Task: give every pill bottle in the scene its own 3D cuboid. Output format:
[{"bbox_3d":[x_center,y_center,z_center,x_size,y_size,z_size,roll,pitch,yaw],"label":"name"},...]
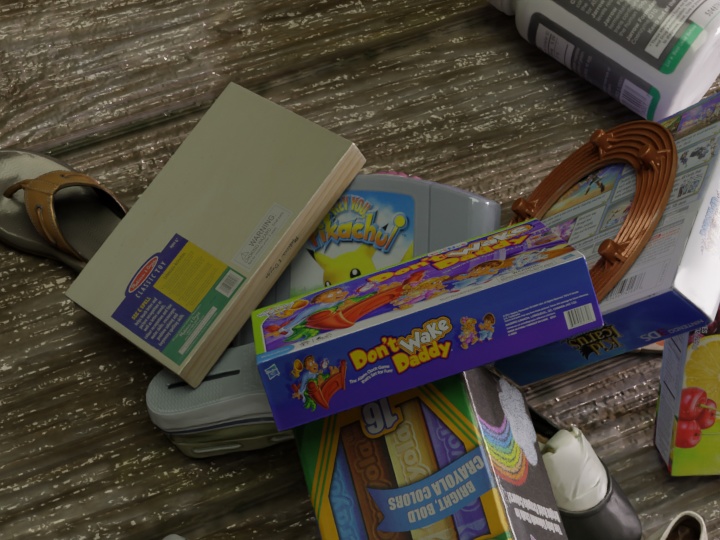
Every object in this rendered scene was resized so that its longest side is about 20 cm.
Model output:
[{"bbox_3d":[0.199,-0.213,1.246,0.200,0.113,0.113,37,63,16],"label":"pill bottle"}]

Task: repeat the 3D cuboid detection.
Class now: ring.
[{"bbox_3d":[0.145,-0.029,1.090,0.019,0.200,0.201,38,58,-19],"label":"ring"}]

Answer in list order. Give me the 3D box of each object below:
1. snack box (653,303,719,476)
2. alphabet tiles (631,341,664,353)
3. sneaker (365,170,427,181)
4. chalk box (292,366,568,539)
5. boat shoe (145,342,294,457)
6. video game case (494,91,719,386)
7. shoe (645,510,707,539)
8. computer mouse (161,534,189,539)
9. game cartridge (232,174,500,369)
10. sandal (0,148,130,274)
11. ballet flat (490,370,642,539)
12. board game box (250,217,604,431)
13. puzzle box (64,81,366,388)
[{"bbox_3d":[0.313,0.069,1.067,0.199,0.143,0.053,0,25,-6],"label":"snack box"},{"bbox_3d":[0.244,-0.009,1.187,0.199,0.008,0.168,3,59,-3],"label":"alphabet tiles"},{"bbox_3d":[-0.005,-0.028,1.149,0.199,0.080,0.087,18,70,15],"label":"sneaker"},{"bbox_3d":[0.056,0.175,0.961,0.124,0.125,0.201,-23,65,19],"label":"chalk box"},{"bbox_3d":[-0.046,0.082,1.043,0.199,0.062,0.072,-9,47,15],"label":"boat shoe"},{"bbox_3d":[0.188,-0.022,1.076,0.045,0.200,0.182,36,58,-20],"label":"video game case"},{"bbox_3d":[0.175,0.241,1.001,0.070,0.053,0.200,28,61,12],"label":"shoe"},{"bbox_3d":[-0.072,0.247,0.962,0.044,0.110,0.200,-5,47,-38],"label":"computer mouse"},{"bbox_3d":[0.000,0.000,1.072,0.199,0.040,0.134,0,84,25],"label":"game cartridge"},{"bbox_3d":[-0.211,-0.034,1.135,0.200,0.055,0.082,36,64,15],"label":"sandal"},{"bbox_3d":[0.113,0.123,1.059,0.200,0.068,0.068,37,60,16],"label":"ballet flat"},{"bbox_3d":[0.034,0.029,0.944,0.199,0.134,0.045,-18,102,-2],"label":"board game box"},{"bbox_3d":[-0.103,-0.029,1.073,0.133,0.025,0.200,30,79,36],"label":"puzzle box"}]
